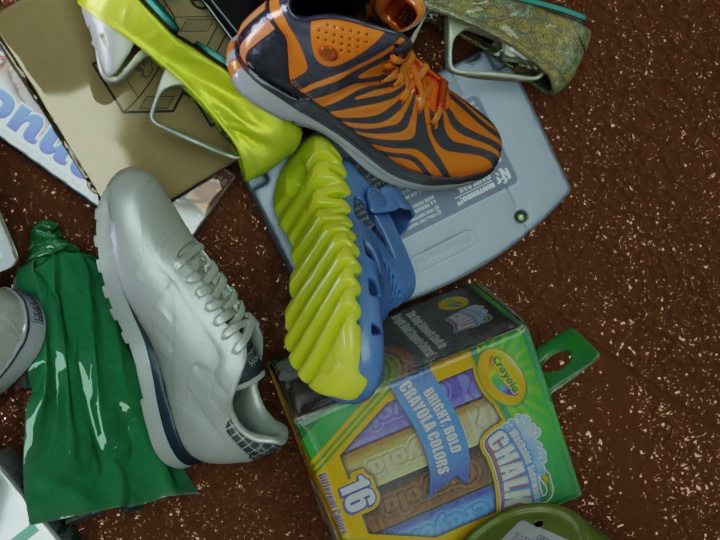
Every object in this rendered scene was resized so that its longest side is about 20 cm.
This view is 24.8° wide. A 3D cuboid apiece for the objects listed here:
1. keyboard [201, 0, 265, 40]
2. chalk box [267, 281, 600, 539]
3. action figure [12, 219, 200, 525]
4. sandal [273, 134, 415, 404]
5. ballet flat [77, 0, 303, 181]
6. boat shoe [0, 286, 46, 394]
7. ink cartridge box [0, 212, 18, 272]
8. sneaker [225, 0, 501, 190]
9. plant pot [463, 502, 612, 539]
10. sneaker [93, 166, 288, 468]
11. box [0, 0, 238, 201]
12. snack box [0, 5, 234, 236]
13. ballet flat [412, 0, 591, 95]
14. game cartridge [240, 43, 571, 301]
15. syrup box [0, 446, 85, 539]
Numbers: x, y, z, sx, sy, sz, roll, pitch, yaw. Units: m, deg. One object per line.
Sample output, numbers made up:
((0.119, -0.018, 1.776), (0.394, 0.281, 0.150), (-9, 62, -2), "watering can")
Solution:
((-0.002, -0.200, 1.101), (0.200, 0.021, 0.127), (-39, 91, -17), "keyboard")
((0.059, 0.094, 1.058), (0.199, 0.124, 0.124), (-20, 106, -6), "chalk box")
((-0.183, 0.061, 1.063), (0.118, 0.055, 0.201), (-4, 72, -38), "action figure")
((0.000, 0.000, 1.019), (0.087, 0.080, 0.201), (21, 42, -25), "sandal")
((-0.125, -0.132, 1.040), (0.200, 0.067, 0.067), (39, 91, -8), "ballet flat")
((-0.282, 0.086, 1.025), (0.200, 0.070, 0.071), (-46, 59, 15), "boat shoe")
((-0.329, -0.059, 1.042), (0.175, 0.084, 0.201), (-22, 92, -6), "ink cartridge box")
((0.025, -0.120, 1.017), (0.199, 0.112, 0.078), (19, 53, -27), "sneaker")
((0.133, 0.245, 1.011), (0.187, 0.187, 0.200), (-33, 118, -6), "plant pot")
((-0.104, 0.027, 1.029), (0.080, 0.076, 0.201), (-9, 108, 29), "sneaker")
((-0.119, -0.146, 1.085), (0.200, 0.021, 0.164), (-33, 92, -15), "box")
((-0.185, -0.092, 1.090), (0.200, 0.024, 0.072), (36, 82, -5), "snack box")
((0.054, -0.165, 1.068), (0.199, 0.071, 0.071), (19, 87, -11), "ballet flat")
((0.035, -0.053, 1.113), (0.199, 0.041, 0.134), (-26, 89, -7), "game cartridge")
((-0.201, 0.216, 1.057), (0.081, 0.079, 0.200), (-37, 93, -5), "syrup box")
